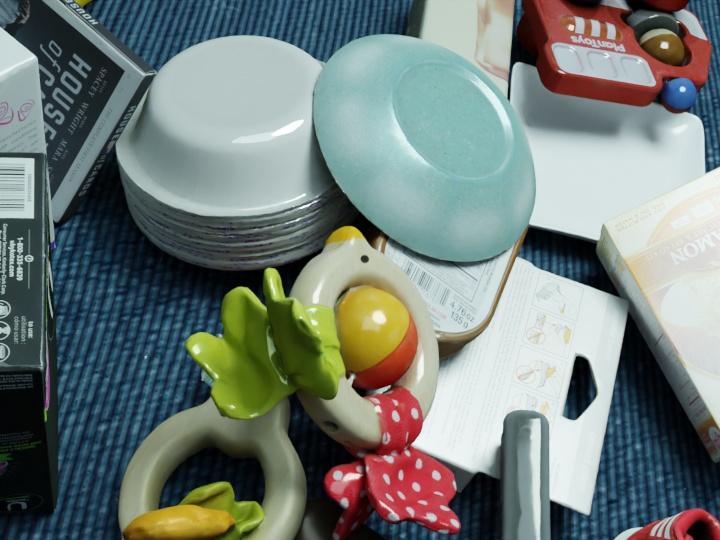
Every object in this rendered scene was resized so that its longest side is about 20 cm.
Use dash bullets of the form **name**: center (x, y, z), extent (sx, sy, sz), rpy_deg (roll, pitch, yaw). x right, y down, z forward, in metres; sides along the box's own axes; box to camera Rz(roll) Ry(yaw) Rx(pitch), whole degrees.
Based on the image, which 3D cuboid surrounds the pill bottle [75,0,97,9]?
- **pill bottle**: center (-0.285, -0.265, 0.844), extent (0.111, 0.111, 0.200), rpy_deg (34, 55, 10)

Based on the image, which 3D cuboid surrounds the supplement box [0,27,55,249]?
- **supplement box**: center (-0.282, -0.078, 0.660), extent (0.103, 0.200, 0.101), rpy_deg (40, 56, 14)

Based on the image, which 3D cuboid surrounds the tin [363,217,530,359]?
- **tin**: center (0.067, -0.023, 0.745), extent (0.112, 0.042, 0.200), rpy_deg (38, 53, -15)

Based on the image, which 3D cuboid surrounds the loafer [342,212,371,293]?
- **loafer**: center (0.000, 0.000, 0.762), extent (0.068, 0.071, 0.201), rpy_deg (27, 54, 5)

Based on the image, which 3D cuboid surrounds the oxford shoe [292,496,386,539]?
- **oxford shoe**: center (0.023, 0.213, 0.614), extent (0.073, 0.085, 0.200), rpy_deg (-36, 67, -27)

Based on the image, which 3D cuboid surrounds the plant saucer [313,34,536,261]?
- **plant saucer**: center (0.062, -0.105, 0.736), extent (0.200, 0.039, 0.202), rpy_deg (14, 59, -25)

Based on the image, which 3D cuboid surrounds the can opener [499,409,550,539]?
- **can opener**: center (0.117, 0.190, 0.627), extent (0.066, 0.053, 0.201), rpy_deg (-1, 58, 2)

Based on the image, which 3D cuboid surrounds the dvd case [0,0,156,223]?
- **dvd case**: center (-0.266, -0.155, 0.738), extent (0.200, 0.150, 0.025), rpy_deg (41, 27, 4)

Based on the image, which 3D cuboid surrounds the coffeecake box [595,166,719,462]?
- **coffeecake box**: center (0.304, 0.025, 0.773), extent (0.153, 0.073, 0.201), rpy_deg (-25, 71, 0)

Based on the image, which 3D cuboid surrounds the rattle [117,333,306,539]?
- **rattle**: center (-0.101, 0.095, 0.626), extent (0.130, 0.143, 0.201), rpy_deg (-1, 57, 29)

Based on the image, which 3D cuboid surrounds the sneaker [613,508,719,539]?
- **sneaker**: center (0.170, 0.226, 0.624), extent (0.078, 0.116, 0.200), rpy_deg (34, 55, 10)

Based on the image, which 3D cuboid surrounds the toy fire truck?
- **toy fire truck**: center (0.250, -0.218, 0.941), extent (0.199, 0.112, 0.169), rpy_deg (7, 52, -18)

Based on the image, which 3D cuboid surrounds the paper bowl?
- **paper bowl**: center (-0.091, -0.105, 0.765), extent (0.199, 0.105, 0.201), rpy_deg (1, 48, -1)

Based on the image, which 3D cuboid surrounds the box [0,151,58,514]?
- **box**: center (-0.247, 0.046, 0.585), extent (0.124, 0.200, 0.149), rpy_deg (0, 56, -16)

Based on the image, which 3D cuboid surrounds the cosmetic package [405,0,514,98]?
- **cosmetic package**: center (0.086, -0.199, 0.903), extent (0.087, 0.104, 0.201), rpy_deg (16, 55, -7)

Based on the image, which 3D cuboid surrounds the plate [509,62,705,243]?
- **plate**: center (0.224, -0.093, 0.910), extent (0.199, 0.032, 0.200), rpy_deg (15, 53, -4)

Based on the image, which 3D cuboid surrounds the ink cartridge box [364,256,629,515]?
- **ink cartridge box**: center (0.105, 0.076, 0.754), extent (0.175, 0.045, 0.201), rpy_deg (23, 54, 0)

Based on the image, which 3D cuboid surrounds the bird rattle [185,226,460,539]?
- **bird rattle**: center (0.005, 0.063, 0.609), extent (0.200, 0.112, 0.163), rpy_deg (43, 50, -19)
